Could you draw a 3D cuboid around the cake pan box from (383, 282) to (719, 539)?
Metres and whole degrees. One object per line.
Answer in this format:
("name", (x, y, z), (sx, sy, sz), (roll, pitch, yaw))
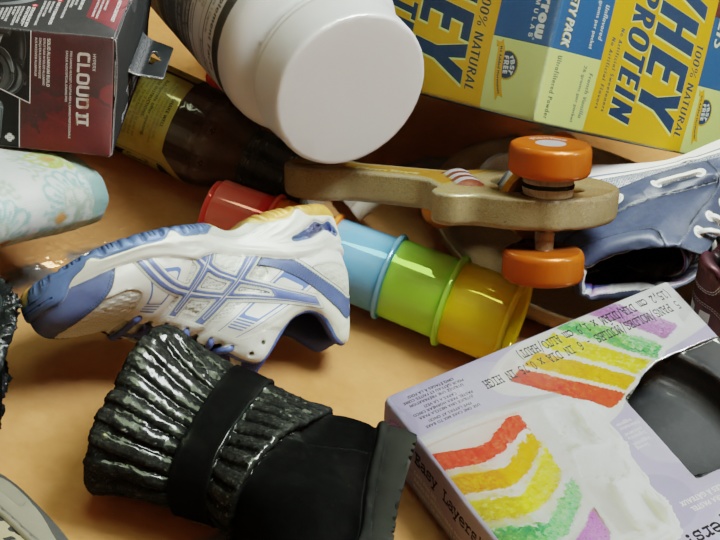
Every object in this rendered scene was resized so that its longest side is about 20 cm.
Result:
("cake pan box", (0.140, 0.106, 1.129), (0.199, 0.052, 0.184), (-20, 49, -21))

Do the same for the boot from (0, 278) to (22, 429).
("boot", (-0.259, 0.059, 1.057), (0.162, 0.074, 0.199), (10, 32, -7))

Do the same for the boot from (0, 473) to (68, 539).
("boot", (-0.176, 0.178, 0.928), (0.153, 0.074, 0.203), (-19, 42, -36))

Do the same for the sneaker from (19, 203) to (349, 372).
("sneaker", (-0.086, 0.021, 1.157), (0.199, 0.075, 0.088), (-12, 83, -32))

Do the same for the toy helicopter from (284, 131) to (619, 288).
("toy helicopter", (0.054, -0.050, 1.244), (0.199, 0.079, 0.132), (6, 16, 16))

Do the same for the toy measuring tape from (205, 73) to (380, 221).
("toy measuring tape", (-0.050, -0.110, 1.359), (0.073, 0.074, 0.200), (-7, 41, -28))

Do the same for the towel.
("towel", (-0.266, -0.047, 1.167), (0.199, 0.048, 0.171), (16, 21, 29))

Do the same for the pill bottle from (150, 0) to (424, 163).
("pill bottle", (-0.048, -0.154, 1.261), (0.113, 0.114, 0.200), (-7, 35, -28))

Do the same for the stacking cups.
("stacking cups", (0.000, 0.000, 1.256), (0.199, 0.061, 0.061), (20, 35, 14))

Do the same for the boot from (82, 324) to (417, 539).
("boot", (-0.066, 0.117, 1.041), (0.157, 0.080, 0.211), (23, 25, -1))

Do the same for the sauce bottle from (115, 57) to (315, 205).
("sauce bottle", (-0.116, -0.091, 1.318), (0.199, 0.065, 0.065), (26, 37, 14))

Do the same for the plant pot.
("plant pot", (0.138, -0.017, 1.347), (0.199, 0.028, 0.200), (10, 36, -7))

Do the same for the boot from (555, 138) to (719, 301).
("boot", (0.209, -0.028, 1.288), (0.199, 0.073, 0.090), (-12, 36, -7))

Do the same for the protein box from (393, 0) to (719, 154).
("protein box", (0.110, -0.164, 1.343), (0.200, 0.135, 0.198), (19, 8, 42))

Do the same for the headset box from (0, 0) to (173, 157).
("headset box", (-0.209, -0.135, 1.224), (0.199, 0.078, 0.149), (6, 28, -1))

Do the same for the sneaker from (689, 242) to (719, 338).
("sneaker", (0.281, 0.004, 1.200), (0.199, 0.116, 0.076), (-10, 41, -4))
